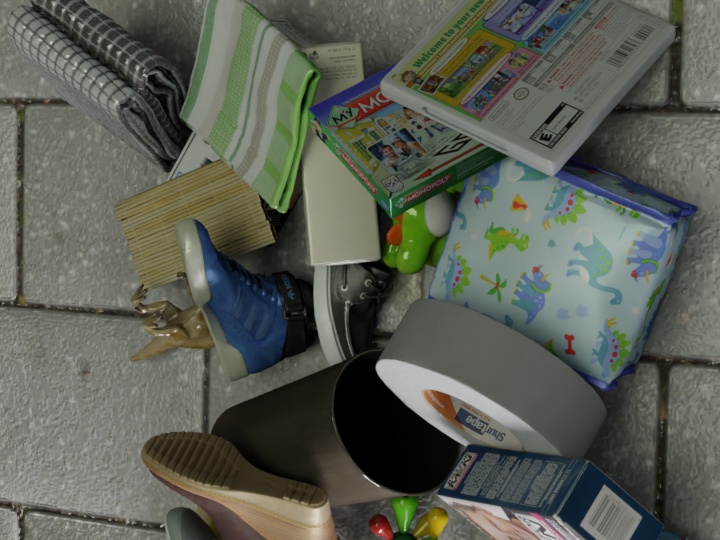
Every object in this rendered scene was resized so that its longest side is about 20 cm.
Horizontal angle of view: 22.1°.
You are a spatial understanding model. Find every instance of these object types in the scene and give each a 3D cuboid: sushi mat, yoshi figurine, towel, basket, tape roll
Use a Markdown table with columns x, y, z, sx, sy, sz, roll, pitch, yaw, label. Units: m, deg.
| x | y | z | sx | sy | sz | roll | pitch | yaw | label |
| --- | --- | --- | --- | --- | --- | --- | --- | --- | --- |
| -0.166 | -0.047 | 1.821 | 0.200 | 0.012 | 0.096 | -19 | 93 | 40 | sushi mat |
| 0.089 | -0.085 | 1.709 | 0.112 | 0.112 | 0.201 | 27 | 93 | -15 | yoshi figurine |
| -0.106 | -0.161 | 1.705 | 0.200 | 0.031 | 0.150 | 45 | 130 | 48 | towel |
| -0.038 | 0.163 | 1.751 | 0.200 | 0.180 | 0.137 | -18 | 67 | 38 | basket |
| 0.114 | 0.107 | 1.626 | 0.200 | 0.200 | 0.066 | 23 | 72 | 27 | tape roll |
| -0.243 | -0.193 | 1.827 | 0.165 | 0.200 | 0.086 | 36 | 84 | 19 | towel |

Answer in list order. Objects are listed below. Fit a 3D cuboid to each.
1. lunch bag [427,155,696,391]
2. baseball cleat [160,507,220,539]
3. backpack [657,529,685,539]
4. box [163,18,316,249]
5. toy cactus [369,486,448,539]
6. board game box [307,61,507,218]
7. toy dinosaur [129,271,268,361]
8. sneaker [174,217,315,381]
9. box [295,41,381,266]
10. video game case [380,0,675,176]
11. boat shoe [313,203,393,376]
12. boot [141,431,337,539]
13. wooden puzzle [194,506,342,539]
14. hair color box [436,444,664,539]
| x | y | z | sx | sy | sz | roll | pitch | yaw | label |
| --- | --- | --- | --- | --- | --- | --- | --- | --- | --- |
| 0.171 | -0.012 | 1.630 | 0.199 | 0.127 | 0.171 | 22 | 103 | 16 | lunch bag |
| -0.112 | 0.306 | 1.815 | 0.106 | 0.070 | 0.200 | -34 | 87 | 25 | baseball cleat |
| 0.237 | 0.331 | 1.611 | 0.182 | 0.134 | 0.201 | 27 | 103 | 25 | backpack |
| -0.096 | -0.135 | 1.815 | 0.117 | 0.060 | 0.200 | 40 | 111 | 21 | box |
| 0.054 | 0.313 | 1.747 | 0.165 | 0.102 | 0.200 | -34 | 85 | 37 | toy cactus |
| 0.073 | -0.137 | 1.615 | 0.135 | 0.200 | 0.029 | 49 | 158 | 34 | board game box |
| -0.183 | 0.057 | 1.861 | 0.200 | 0.101 | 0.058 | -28 | 49 | 25 | toy dinosaur |
| -0.104 | 0.015 | 1.772 | 0.111 | 0.200 | 0.077 | -20 | 39 | -2 | sneaker |
| -0.023 | -0.106 | 1.699 | 0.068 | 0.082 | 0.201 | -5 | 89 | -1 | box |
| 0.147 | -0.184 | 1.615 | 0.182 | 0.200 | 0.022 | 28 | 148 | 26 | video game case |
| 0.000 | 0.000 | 1.769 | 0.066 | 0.070 | 0.201 | -4 | 84 | 32 | boat shoe |
| -0.118 | 0.247 | 1.721 | 0.199 | 0.072 | 0.167 | 19 | 128 | 18 | boot |
| -0.114 | 0.314 | 1.867 | 0.185 | 0.037 | 0.200 | 41 | 111 | 22 | wooden puzzle |
| 0.162 | 0.209 | 1.607 | 0.061 | 0.100 | 0.200 | -55 | 21 | -16 | hair color box |
